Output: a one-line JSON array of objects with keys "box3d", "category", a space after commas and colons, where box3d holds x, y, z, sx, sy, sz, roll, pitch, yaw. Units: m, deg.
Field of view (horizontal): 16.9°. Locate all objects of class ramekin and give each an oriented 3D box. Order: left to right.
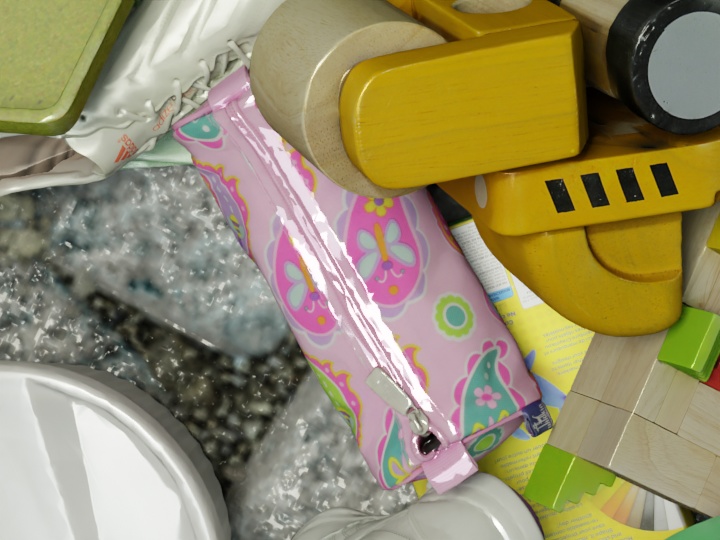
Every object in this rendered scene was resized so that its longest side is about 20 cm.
[{"box3d": [-0.151, 0.135, 1.140, 0.201, 0.094, 0.203, 2, 98, 11], "category": "ramekin"}]

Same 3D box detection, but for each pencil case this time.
[{"box3d": [0.000, 0.000, 1.052, 0.087, 0.087, 0.201, -30, 88, 13], "category": "pencil case"}]

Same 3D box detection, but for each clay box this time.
[{"box3d": [0.077, 0.071, 1.112, 0.114, 0.048, 0.201, -19, 95, 13], "category": "clay box"}]

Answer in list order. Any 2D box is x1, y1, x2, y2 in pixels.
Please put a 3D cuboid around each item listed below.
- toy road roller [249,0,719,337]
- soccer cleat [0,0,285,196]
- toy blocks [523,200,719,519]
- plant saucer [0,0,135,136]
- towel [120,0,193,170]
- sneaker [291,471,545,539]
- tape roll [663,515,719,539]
[{"box3d": [0.063, -0.045, 0.983, 0.199, 0.123, 0.147, -9, 110, -16], "category": "toy road roller"}, {"box3d": [-0.098, -0.082, 1.079, 0.199, 0.078, 0.069, -23, 136, 16], "category": "soccer cleat"}, {"box3d": [0.175, 0.036, 1.060, 0.136, 0.100, 0.201, 27, 85, -29], "category": "toy blocks"}, {"box3d": [-0.171, -0.132, 1.068, 0.199, 0.048, 0.200, 5, 55, 25], "category": "plant saucer"}, {"box3d": [-0.057, -0.147, 1.117, 0.152, 0.023, 0.201, 0, 98, 10], "category": "towel"}, {"box3d": [-0.006, 0.148, 1.082, 0.075, 0.099, 0.200, 56, 141, 2], "category": "sneaker"}, {"box3d": [0.156, 0.199, 1.053, 0.200, 0.048, 0.201, -16, 127, -23], "category": "tape roll"}]
